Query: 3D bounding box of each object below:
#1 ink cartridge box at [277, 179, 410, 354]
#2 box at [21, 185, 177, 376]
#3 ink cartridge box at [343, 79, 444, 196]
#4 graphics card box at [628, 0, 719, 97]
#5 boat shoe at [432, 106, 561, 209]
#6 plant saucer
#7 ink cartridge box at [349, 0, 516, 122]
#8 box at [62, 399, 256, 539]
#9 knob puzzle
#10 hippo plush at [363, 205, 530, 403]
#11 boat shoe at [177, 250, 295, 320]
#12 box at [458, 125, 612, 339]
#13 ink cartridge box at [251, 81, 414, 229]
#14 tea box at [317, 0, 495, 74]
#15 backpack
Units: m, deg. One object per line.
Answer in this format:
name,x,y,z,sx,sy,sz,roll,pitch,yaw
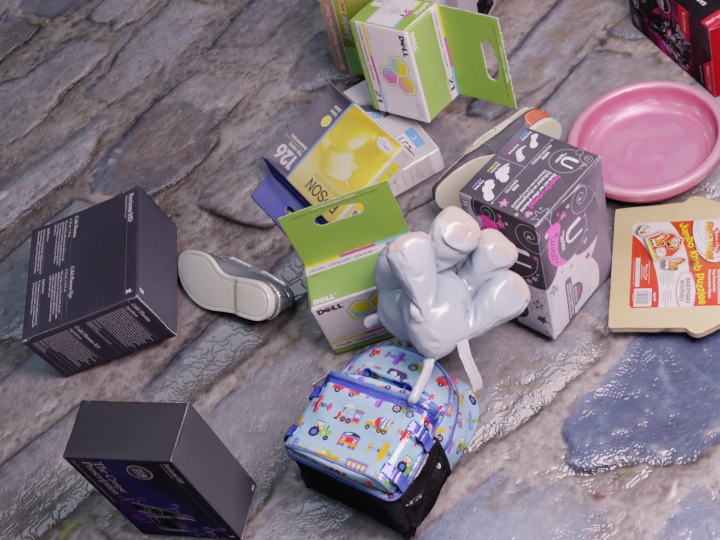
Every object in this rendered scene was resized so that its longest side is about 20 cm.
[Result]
ink cartridge box,0.000,0.000,1.429,0.147,0.200,0.076,-18,50,8
box,-0.353,0.015,1.609,0.181,0.104,0.201,-21,49,16
ink cartridge box,-0.003,-0.171,1.664,0.176,0.045,0.200,-31,49,-4
graphics card box,0.429,-0.336,1.564,0.051,0.126,0.200,-30,50,-2
boat shoe,0.173,-0.151,1.562,0.200,0.071,0.063,-35,44,-9
plant saucer,0.367,-0.157,1.498,0.199,0.051,0.201,-12,49,14
ink cartridge box,0.097,-0.275,1.561,0.199,0.148,0.076,22,54,39
box,-0.224,0.230,1.343,0.140,0.200,0.079,-4,53,20
knob puzzle,0.399,-0.002,1.385,0.218,0.031,0.221,-11,51,14
hippo plush,0.092,0.030,1.327,0.158,0.161,0.201,-9,92,-16
boat shoe,-0.170,0.019,1.588,0.199,0.073,0.062,20,20,40
box,0.209,-0.041,1.369,0.114,0.201,0.132,26,60,35
ink cartridge box,-0.051,-0.138,1.622,0.200,0.047,0.198,-47,50,2
tea box,0.072,-0.394,1.722,0.196,0.134,0.200,5,44,25
backpack,0.033,0.170,1.333,0.182,0.135,0.200,21,61,32
